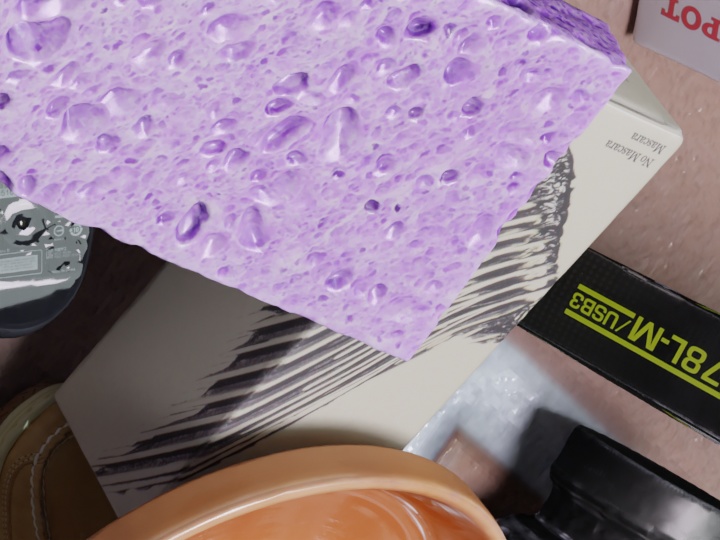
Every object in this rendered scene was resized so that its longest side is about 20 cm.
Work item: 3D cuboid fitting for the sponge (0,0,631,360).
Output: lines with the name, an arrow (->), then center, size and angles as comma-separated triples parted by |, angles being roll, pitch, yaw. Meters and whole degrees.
sponge -> -0.034, -0.054, 0.707 | 0.200, 0.030, 0.112 | 23, 117, -33

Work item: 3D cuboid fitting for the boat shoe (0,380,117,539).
boat shoe -> -0.071, 0.123, 0.923 | 0.072, 0.076, 0.200 | -38, 135, -20

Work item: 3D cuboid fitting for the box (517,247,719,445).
box -> 0.177, 0.063, 1.048 | 0.200, 0.193, 0.048 | 27, 94, -51

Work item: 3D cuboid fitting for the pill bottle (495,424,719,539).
pill bottle -> 0.075, 0.169, 1.072 | 0.112, 0.112, 0.200 | 27, 93, -50

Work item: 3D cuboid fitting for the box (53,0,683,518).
box -> 0.000, 0.000, 0.834 | 0.082, 0.068, 0.200 | 18, 120, -45

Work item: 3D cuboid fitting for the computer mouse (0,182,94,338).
computer mouse -> -0.107, -0.074, 0.809 | 0.058, 0.034, 0.201 | -4, 112, -25

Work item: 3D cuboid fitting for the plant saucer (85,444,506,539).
plant saucer -> -0.044, 0.129, 0.859 | 0.200, 0.032, 0.201 | -20, 140, -17

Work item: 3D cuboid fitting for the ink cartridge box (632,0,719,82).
ink cartridge box -> 0.189, -0.155, 0.964 | 0.084, 0.144, 0.201 | -13, 122, -38
